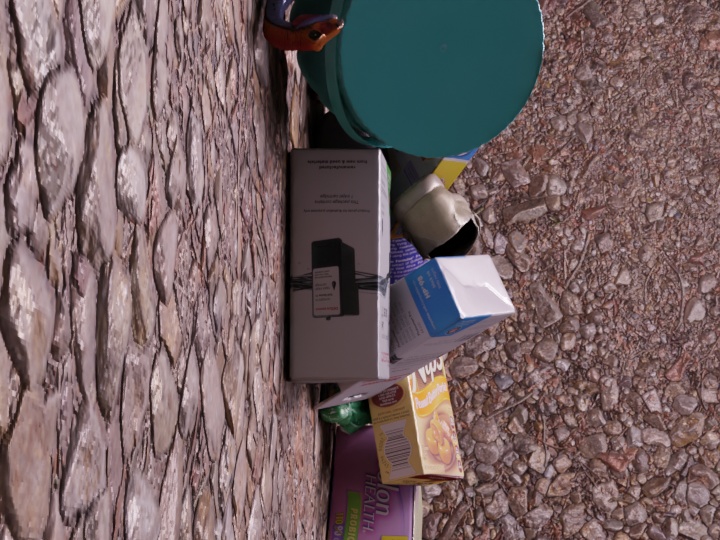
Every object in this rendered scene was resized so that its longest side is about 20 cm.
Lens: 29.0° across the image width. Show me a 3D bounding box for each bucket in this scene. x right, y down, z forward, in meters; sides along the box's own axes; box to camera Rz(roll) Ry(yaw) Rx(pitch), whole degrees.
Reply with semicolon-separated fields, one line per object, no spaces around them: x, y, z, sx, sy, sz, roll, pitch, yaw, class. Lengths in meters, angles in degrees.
0.047;-0.196;1.156;0.135;0.204;0.210;-131;-143;-66;bucket

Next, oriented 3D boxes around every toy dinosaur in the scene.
-0.033;-0.241;1.080;0.200;0.104;0.184;116;-6;-78;toy dinosaur

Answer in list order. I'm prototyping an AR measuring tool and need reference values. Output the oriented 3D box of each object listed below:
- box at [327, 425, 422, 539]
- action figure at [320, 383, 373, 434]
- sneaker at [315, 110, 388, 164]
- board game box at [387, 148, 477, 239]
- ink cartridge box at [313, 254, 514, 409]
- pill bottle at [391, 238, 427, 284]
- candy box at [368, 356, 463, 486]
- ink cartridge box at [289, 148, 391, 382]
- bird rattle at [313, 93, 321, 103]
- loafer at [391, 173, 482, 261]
0.020;0.307;1.603;0.201;0.095;0.178;85;8;-53;box
-0.003;0.131;1.519;0.200;0.054;0.120;-30;112;-73;action figure
-0.012;-0.062;1.376;0.091;0.075;0.202;-75;164;-56;sneaker
0.051;-0.153;1.404;0.200;0.040;0.154;-53;-125;45;board game box
0.039;0.061;1.377;0.115;0.199;0.067;-4;65;-57;ink cartridge box
0.035;-0.068;1.623;0.121;0.118;0.202;-84;173;-49;pill bottle
0.052;0.129;1.512;0.115;0.055;0.203;20;58;-63;candy box
-0.016;0.001;1.252;0.147;0.082;0.203;39;52;-84;ink cartridge box
-0.001;-0.254;1.378;0.163;0.111;0.203;-117;-154;-64;bird rattle
0.082;-0.037;1.385;0.069;0.075;0.200;54;9;17;loafer
